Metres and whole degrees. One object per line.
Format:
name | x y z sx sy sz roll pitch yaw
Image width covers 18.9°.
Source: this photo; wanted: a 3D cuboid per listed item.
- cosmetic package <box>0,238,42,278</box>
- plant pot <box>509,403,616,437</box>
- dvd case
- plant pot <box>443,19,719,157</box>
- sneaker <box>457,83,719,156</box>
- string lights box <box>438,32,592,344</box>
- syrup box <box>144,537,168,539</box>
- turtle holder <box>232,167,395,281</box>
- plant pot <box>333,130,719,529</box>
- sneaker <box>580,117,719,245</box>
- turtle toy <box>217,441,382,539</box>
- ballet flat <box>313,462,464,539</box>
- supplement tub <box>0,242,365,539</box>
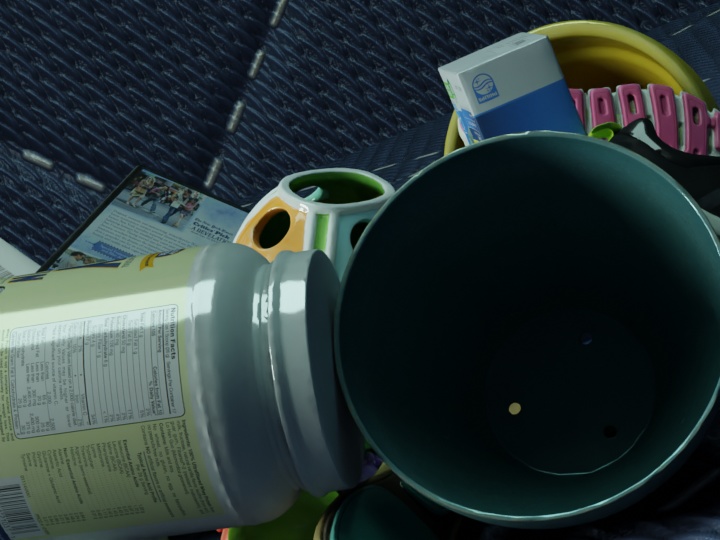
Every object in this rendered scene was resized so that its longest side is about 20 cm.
cosmetic package | -0.259 0.088 1.603 0.085 0.201 0.107 -28 37 -30
plant pot | 0.132 0.073 1.313 0.199 0.028 0.200 -22 9 3
dvd case | -0.142 0.002 1.549 0.142 0.018 0.200 23 39 11
plant pot | 0.182 -0.074 1.597 0.200 0.201 0.189 -20 -7 19
sneaker | 0.162 -0.075 1.470 0.199 0.074 0.088 4 -32 -2
string lights box | 0.113 -0.034 1.253 0.059 0.201 0.103 -23 8 -1
syrup box | -0.188 0.206 1.159 0.199 0.079 0.081 -19 9 25
turtle holder | -0.002 0.004 1.463 0.185 0.132 0.141 0 23 -10
plant pot | 0.099 0.046 1.122 0.200 0.201 0.135 -22 -23 7
sneaker | 0.213 -0.027 1.175 0.072 0.199 0.083 113 -178 -66
turtle toy | -0.041 0.117 1.241 0.145 0.101 0.200 -24 8 8
ballet flat | 0.016 0.140 1.143 0.063 0.069 0.200 -50 -7 27
supplement tub | -0.108 0.064 1.109 0.199 0.146 0.145 -9 11 10
